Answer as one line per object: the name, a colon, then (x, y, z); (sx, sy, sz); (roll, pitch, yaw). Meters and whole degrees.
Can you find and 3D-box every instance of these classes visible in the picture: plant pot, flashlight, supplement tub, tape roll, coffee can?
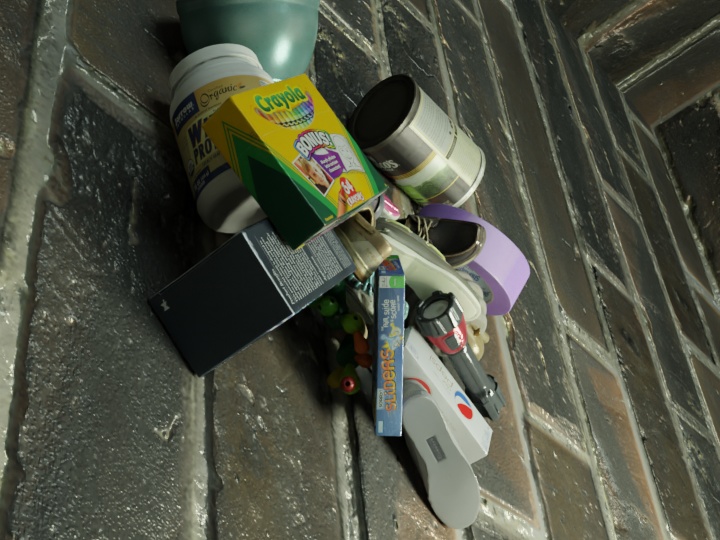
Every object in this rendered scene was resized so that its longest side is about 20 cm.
plant pot: (-0.150, -0.303, 1.654); (0.200, 0.197, 0.137); (-8, 94, -63)
flashlight: (0.144, 0.121, 1.710); (0.068, 0.067, 0.201); (-53, 128, -30)
supplement tub: (-0.157, -0.165, 1.507); (0.144, 0.143, 0.202); (17, 47, -54)
tape roll: (0.161, -0.015, 1.869); (0.200, 0.199, 0.066); (44, 69, -27)
coffee can: (0.095, -0.208, 2.017); (0.199, 0.145, 0.148); (39, 31, -35)

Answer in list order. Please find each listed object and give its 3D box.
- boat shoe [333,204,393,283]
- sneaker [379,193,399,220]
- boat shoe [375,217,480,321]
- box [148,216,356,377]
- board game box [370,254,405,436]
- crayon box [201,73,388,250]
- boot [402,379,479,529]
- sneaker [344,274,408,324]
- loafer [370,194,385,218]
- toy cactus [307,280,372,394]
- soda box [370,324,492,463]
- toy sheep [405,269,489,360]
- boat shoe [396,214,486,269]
boat shoe: (-0.009, -0.058, 1.526); (0.071, 0.064, 0.201); (49, 6, -37)
sneaker: (-0.027, -0.110, 1.775); (0.200, 0.088, 0.073); (48, 12, 37)
boat shoe: (0.092, -0.003, 1.704); (0.200, 0.072, 0.061); (34, 41, -14)
box: (-0.117, 0.014, 1.374); (0.108, 0.148, 0.200); (57, 25, -1)
board game box: (0.034, 0.091, 1.523); (0.135, 0.034, 0.204); (-100, -169, -80)
crayon box: (-0.070, -0.130, 1.385); (0.174, 0.058, 0.200); (54, 27, 0)
boot: (0.103, 0.240, 1.620); (0.096, 0.073, 0.203); (-104, 174, -78)
sneaker: (0.000, 0.000, 1.631); (0.200, 0.086, 0.078); (47, 68, -34)
loafer: (-0.042, -0.141, 1.711); (0.200, 0.072, 0.063); (43, 11, 37)
toy cactus: (-0.031, 0.073, 1.564); (0.202, 0.101, 0.165); (65, 7, 20)
soda box: (0.100, 0.180, 1.681); (0.201, 0.068, 0.064); (53, 25, -12)
toy sheep: (0.125, 0.056, 1.807); (0.137, 0.138, 0.201); (21, 29, -52)
boat shoe: (0.085, -0.041, 1.751); (0.073, 0.197, 0.076); (32, 58, -52)
